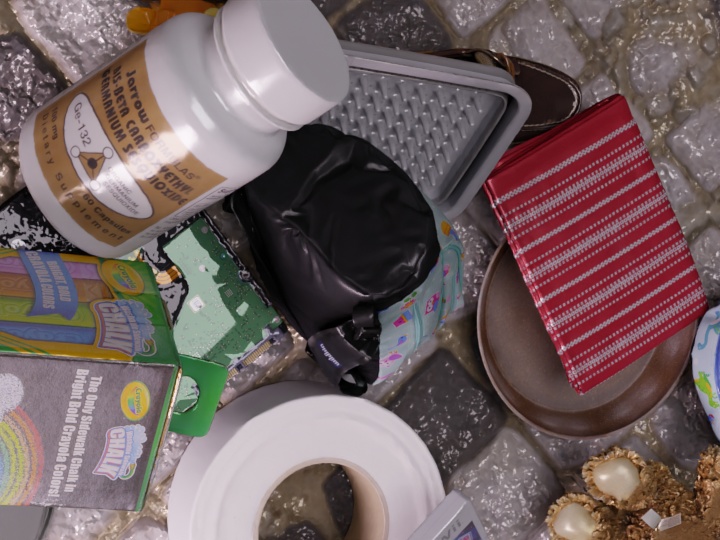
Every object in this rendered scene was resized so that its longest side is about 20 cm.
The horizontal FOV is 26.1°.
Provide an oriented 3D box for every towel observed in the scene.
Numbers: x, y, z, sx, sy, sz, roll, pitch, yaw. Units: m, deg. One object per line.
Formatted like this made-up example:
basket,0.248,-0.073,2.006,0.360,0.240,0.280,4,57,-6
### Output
towel,0.185,-0.022,1.215,0.145,0.022,0.200,-31,106,-18

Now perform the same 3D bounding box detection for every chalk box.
chalk box,-0.190,0.070,1.003,0.200,0.124,0.124,7,120,-23

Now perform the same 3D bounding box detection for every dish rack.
dish rack,0.005,-0.104,1.118,0.200,0.172,0.044,7,53,-20

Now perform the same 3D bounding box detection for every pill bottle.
pill bottle,-0.111,-0.099,0.991,0.200,0.114,0.114,-29,109,27

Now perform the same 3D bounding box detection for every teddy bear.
teddy bear,0.238,0.197,1.256,0.200,0.067,0.145,6,115,-25

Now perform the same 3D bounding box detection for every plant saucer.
plant saucer,0.178,0.035,1.246,0.200,0.034,0.200,-2,95,-22

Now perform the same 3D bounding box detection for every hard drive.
hard drive,-0.161,0.007,1.113,0.140,0.038,0.200,-39,106,-13

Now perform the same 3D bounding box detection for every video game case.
video game case,0.050,0.259,1.160,0.143,0.018,0.200,-46,146,-14

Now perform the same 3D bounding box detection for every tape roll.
tape roll,-0.040,0.186,1.159,0.202,0.071,0.203,-2,96,-21

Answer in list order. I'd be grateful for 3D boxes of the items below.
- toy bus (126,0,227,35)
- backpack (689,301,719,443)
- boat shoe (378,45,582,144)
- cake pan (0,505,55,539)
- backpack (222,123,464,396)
toy bus,-0.062,-0.251,1.090,0.192,0.136,0.200,6,95,-37
backpack,0.354,0.098,1.258,0.163,0.154,0.200,-43,101,-24
boat shoe,0.086,-0.135,1.174,0.200,0.072,0.072,8,92,-22
cake pan,-0.307,0.154,1.072,0.200,0.037,0.200,-2,96,-20
backpack,0.000,0.000,1.092,0.127,0.200,0.167,-34,64,-11
